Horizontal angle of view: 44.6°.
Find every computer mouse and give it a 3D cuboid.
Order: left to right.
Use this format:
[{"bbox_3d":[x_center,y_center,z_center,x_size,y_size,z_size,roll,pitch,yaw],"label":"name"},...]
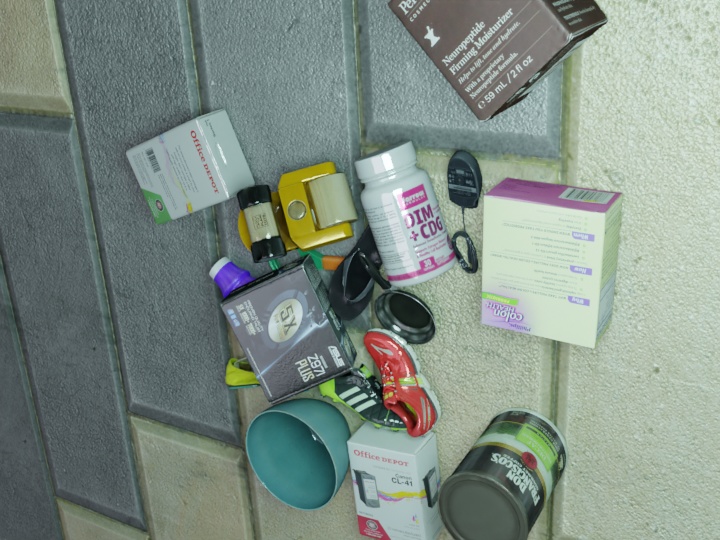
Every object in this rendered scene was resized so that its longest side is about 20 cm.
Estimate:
[{"bbox_3d":[0.164,-0.089,1.338,0.058,0.034,0.203,17,126,35],"label":"computer mouse"}]

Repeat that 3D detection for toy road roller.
[{"bbox_3d":[-0.107,-0.090,1.464,0.197,0.146,0.125,-16,86,1],"label":"toy road roller"}]

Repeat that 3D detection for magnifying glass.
[{"bbox_3d":[-0.079,-0.016,1.532,0.197,0.022,0.081,7,114,32],"label":"magnifying glass"}]

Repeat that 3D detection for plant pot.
[{"bbox_3d":[-0.093,0.316,1.614,0.198,0.134,0.203,13,117,27],"label":"plant pot"}]

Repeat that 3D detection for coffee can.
[{"bbox_3d":[0.225,0.327,1.372,0.144,0.200,0.149,13,118,27],"label":"coffee can"}]

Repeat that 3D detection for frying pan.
[{"bbox_3d":[0.048,0.050,1.444,0.190,0.031,0.115,43,141,-6],"label":"frying pan"}]

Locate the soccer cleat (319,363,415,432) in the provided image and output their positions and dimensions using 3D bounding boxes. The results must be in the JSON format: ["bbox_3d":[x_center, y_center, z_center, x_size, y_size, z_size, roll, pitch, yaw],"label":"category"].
[{"bbox_3d":[0.013,0.217,1.550,0.198,0.067,0.082,24,109,23],"label":"soccer cleat"}]

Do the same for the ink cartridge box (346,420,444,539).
[{"bbox_3d":[0.064,0.384,1.575,0.146,0.085,0.203,4,114,31],"label":"ink cartridge box"}]

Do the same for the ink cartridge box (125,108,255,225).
[{"bbox_3d":[-0.302,-0.182,1.559,0.198,0.084,0.147,-15,103,37],"label":"ink cartridge box"}]

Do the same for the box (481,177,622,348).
[{"bbox_3d":[0.271,-0.014,1.257,0.174,0.096,0.203,11,115,28],"label":"box"}]

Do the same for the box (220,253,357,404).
[{"bbox_3d":[-0.120,0.102,1.509,0.162,0.086,0.202,-23,100,11],"label":"box"}]

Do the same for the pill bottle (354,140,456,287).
[{"bbox_3d":[0.066,-0.087,1.345,0.112,0.113,0.203,-12,104,36],"label":"pill bottle"}]

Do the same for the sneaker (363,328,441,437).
[{"bbox_3d":[0.063,0.190,1.481,0.201,0.085,0.077,56,140,-1],"label":"sneaker"}]

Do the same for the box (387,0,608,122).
[{"bbox_3d":[0.179,-0.332,1.131,0.201,0.164,0.166,51,128,3],"label":"box"}]

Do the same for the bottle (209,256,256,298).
[{"bbox_3d":[-0.193,0.060,1.608,0.200,0.065,0.084,43,122,10],"label":"bottle"}]

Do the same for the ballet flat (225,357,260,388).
[{"bbox_3d":[-0.180,0.194,1.666,0.198,0.066,0.068,-2,89,35],"label":"ballet flat"}]

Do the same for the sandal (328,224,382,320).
[{"bbox_3d":[0.000,-0.001,1.450,0.075,0.043,0.202,25,119,-1],"label":"sandal"}]
